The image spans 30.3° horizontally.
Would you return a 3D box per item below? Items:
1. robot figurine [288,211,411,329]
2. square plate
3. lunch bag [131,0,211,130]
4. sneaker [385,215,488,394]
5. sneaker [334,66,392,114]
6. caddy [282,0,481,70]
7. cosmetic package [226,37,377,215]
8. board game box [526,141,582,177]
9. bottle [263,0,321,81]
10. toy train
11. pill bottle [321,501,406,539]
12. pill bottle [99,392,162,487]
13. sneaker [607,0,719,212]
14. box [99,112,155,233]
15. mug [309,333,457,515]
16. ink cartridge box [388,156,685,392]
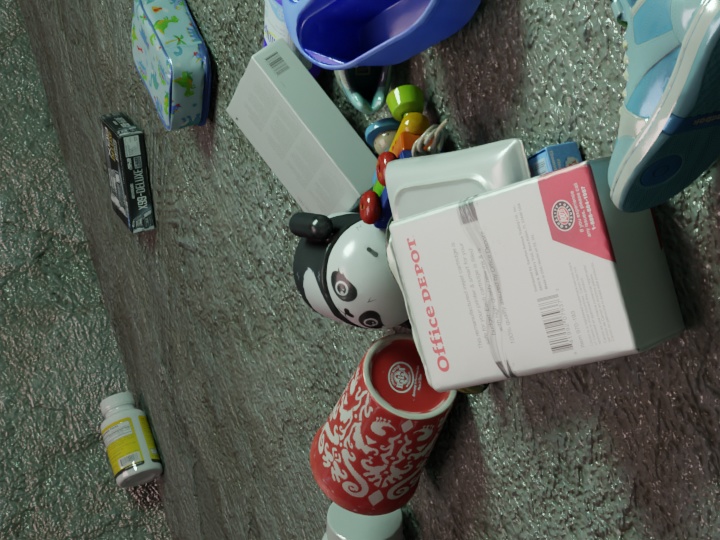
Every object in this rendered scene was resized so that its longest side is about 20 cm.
[{"bbox_3d":[-0.002,0.000,1.449,0.200,0.149,0.126,-169,80,-67],"label":"robot figurine"},{"bbox_3d":[0.094,-0.008,1.182,0.199,0.028,0.200,-4,101,57],"label":"square plate"},{"bbox_3d":[-0.294,-0.326,2.058,0.161,0.082,0.201,103,147,-47],"label":"lunch bag"},{"bbox_3d":[0.095,0.031,1.304,0.088,0.077,0.201,-13,108,37],"label":"sneaker"},{"bbox_3d":[0.005,-0.250,1.333,0.087,0.077,0.201,-103,2,-54],"label":"sneaker"},{"bbox_3d":[0.014,-0.263,1.195,0.199,0.105,0.143,-23,78,40],"label":"caddy"},{"bbox_3d":[-0.065,-0.149,1.534,0.200,0.052,0.151,52,154,3],"label":"cosmetic package"},{"bbox_3d":[0.151,-0.015,1.175,0.200,0.036,0.153,-26,79,67],"label":"board game box"},{"bbox_3d":[-0.080,-0.264,1.572,0.084,0.065,0.201,-122,28,-42],"label":"bottle"},{"bbox_3d":[0.053,-0.135,1.309,0.200,0.084,0.117,115,151,-57],"label":"toy train"},{"bbox_3d":[0.004,0.383,1.682,0.114,0.113,0.201,-130,34,-49],"label":"pill bottle"},{"bbox_3d":[-0.534,0.388,3.061,0.111,0.110,0.201,118,135,-60],"label":"pill bottle"},{"bbox_3d":[0.203,-0.146,0.911,0.131,0.079,0.201,60,144,33],"label":"sneaker"},{"bbox_3d":[-0.456,-0.193,2.595,0.158,0.049,0.202,-139,41,-57],"label":"box"},{"bbox_3d":[0.020,0.152,1.487,0.178,0.132,0.201,63,152,27],"label":"mug"},{"bbox_3d":[0.135,0.005,1.049,0.199,0.083,0.146,-16,89,41],"label":"ink cartridge box"}]
